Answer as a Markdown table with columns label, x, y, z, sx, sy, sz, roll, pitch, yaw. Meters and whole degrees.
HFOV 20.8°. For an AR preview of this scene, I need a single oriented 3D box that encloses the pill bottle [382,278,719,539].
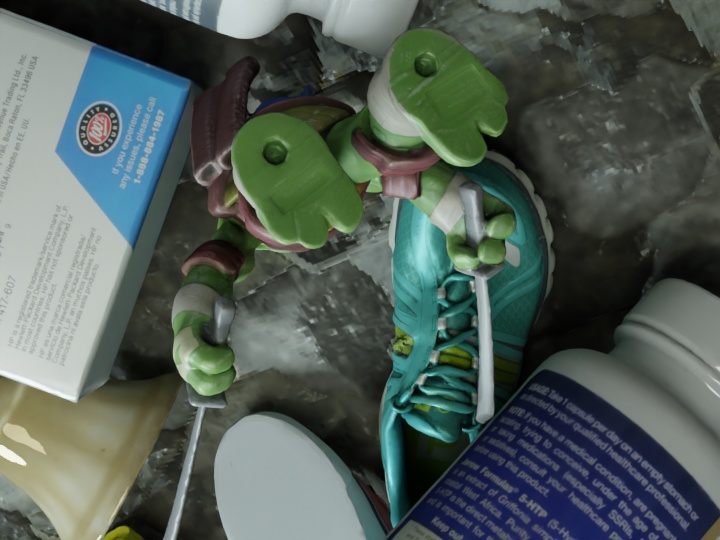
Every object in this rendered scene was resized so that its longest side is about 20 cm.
| label | x | y | z | sx | sy | sz | roll | pitch | yaw |
| --- | --- | --- | --- | --- | --- | --- | --- | --- | --- |
| pill bottle | 0.099 | 0.105 | 0.849 | 0.200 | 0.120 | 0.120 | -47 | 105 | -11 |

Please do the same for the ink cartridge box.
| label | x | y | z | sx | sy | sz | roll | pitch | yaw |
| --- | --- | --- | --- | --- | --- | --- | --- | --- | --- |
| ink cartridge box | -0.186 | -0.047 | 0.857 | 0.199 | 0.084 | 0.147 | 21 | 93 | 1 |

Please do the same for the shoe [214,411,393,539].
| label | x | y | z | sx | sy | sz | roll | pitch | yaw |
| --- | --- | --- | --- | --- | --- | --- | --- | --- | --- |
| shoe | 0.011 | 0.152 | 0.962 | 0.071 | 0.091 | 0.200 | -45 | 73 | 17 |

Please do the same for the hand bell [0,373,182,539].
| label | x | y | z | sx | sy | sz | roll | pitch | yaw |
| --- | --- | --- | --- | --- | --- | --- | --- | --- | --- |
| hand bell | -0.195 | 0.049 | 0.919 | 0.199 | 0.104 | 0.104 | 29 | 119 | -8 |

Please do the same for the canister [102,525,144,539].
| label | x | y | z | sx | sy | sz | roll | pitch | yaw |
| --- | --- | --- | --- | --- | --- | --- | --- | --- | --- |
| canister | -0.096 | 0.247 | 1.021 | 0.200 | 0.087 | 0.148 | 43 | 117 | -14 |

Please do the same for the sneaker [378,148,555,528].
| label | x | y | z | sx | sy | sz | roll | pitch | yaw |
| --- | --- | --- | --- | --- | --- | --- | --- | --- | --- |
| sneaker | 0.044 | 0.039 | 0.889 | 0.077 | 0.080 | 0.201 | 6 | 118 | 7 |

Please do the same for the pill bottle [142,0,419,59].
| label | x | y | z | sx | sy | sz | roll | pitch | yaw |
| --- | --- | --- | --- | --- | --- | --- | --- | --- | --- |
| pill bottle | -0.063 | -0.161 | 0.781 | 0.199 | 0.120 | 0.120 | 22 | 119 | -2 |

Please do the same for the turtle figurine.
| label | x | y | z | sx | sy | sz | roll | pitch | yaw |
| --- | --- | --- | --- | --- | --- | --- | --- | --- | --- |
| turtle figurine | 0.000 | 0.000 | 0.763 | 0.143 | 0.194 | 0.201 | 3 | 76 | -9 |
